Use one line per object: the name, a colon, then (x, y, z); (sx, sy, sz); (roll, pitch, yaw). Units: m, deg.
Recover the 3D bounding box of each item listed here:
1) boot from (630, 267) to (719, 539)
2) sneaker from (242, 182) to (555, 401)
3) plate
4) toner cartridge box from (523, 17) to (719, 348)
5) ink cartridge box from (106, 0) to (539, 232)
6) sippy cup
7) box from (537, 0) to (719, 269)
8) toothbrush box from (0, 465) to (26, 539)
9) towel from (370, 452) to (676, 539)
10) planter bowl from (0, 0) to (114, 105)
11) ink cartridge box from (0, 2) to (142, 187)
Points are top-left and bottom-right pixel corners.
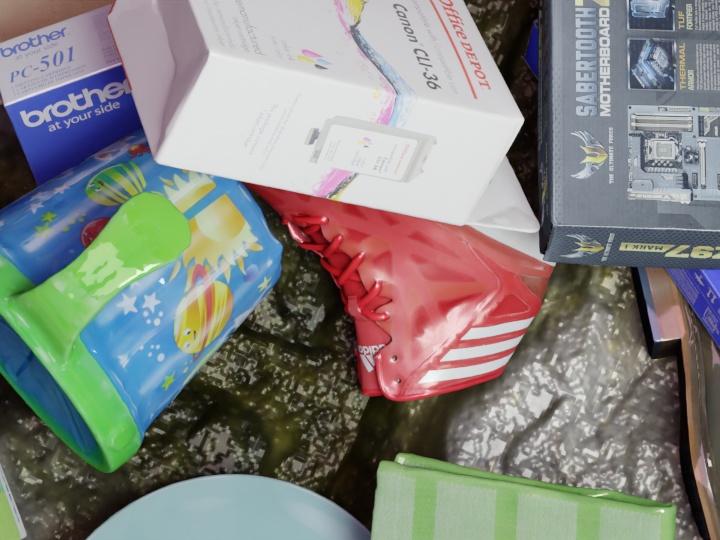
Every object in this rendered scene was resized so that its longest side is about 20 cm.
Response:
boot: (0.201, 0.071, 1.474); (0.097, 0.075, 0.200); (-14, 86, 1)
sneaker: (0.000, 0.000, 1.453); (0.200, 0.078, 0.116); (20, 90, -18)
plate: (-0.063, 0.199, 1.459); (0.200, 0.026, 0.200); (-1, 96, -15)
toner cartridge box: (0.173, -0.055, 1.461); (0.095, 0.043, 0.200); (-27, 72, -15)
ink cartridge box: (-0.004, -0.089, 1.377); (0.200, 0.117, 0.068); (11, 125, -28)
sippy cup: (-0.112, 0.003, 1.407); (0.130, 0.178, 0.140); (-40, 124, -13)
box: (0.164, -0.100, 1.428); (0.158, 0.051, 0.200); (2, 68, -3)
toothbrush box: (-0.243, 0.116, 1.396); (0.146, 0.200, 0.086); (-20, 87, -2)
towel: (0.072, 0.192, 1.433); (0.149, 0.031, 0.200); (9, 106, 13)
planter bowl: (-0.182, -0.190, 1.431); (0.200, 0.200, 0.135); (-19, 61, -2)
ink cartridge box: (-0.072, -0.098, 1.462); (0.200, 0.094, 0.044); (-19, 51, -3)
